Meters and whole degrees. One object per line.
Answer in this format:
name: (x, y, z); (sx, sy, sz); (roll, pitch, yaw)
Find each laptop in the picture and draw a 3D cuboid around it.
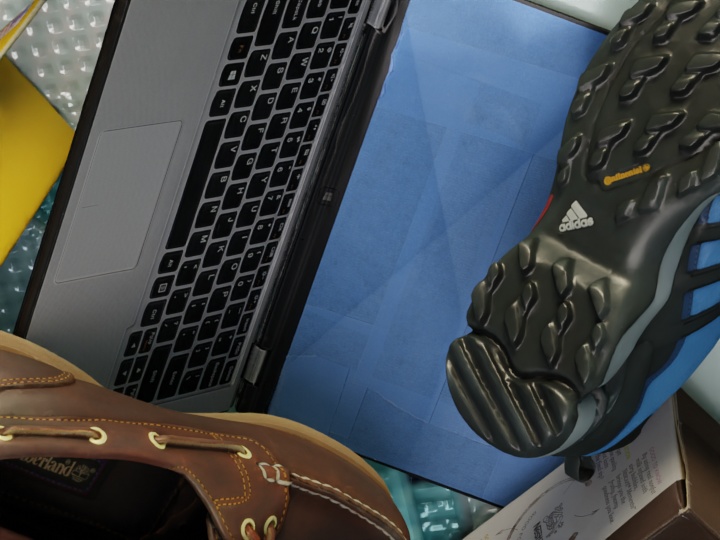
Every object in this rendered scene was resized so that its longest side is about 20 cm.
laptop: (0.000, 0.000, 0.971); (0.116, 0.199, 0.188); (36, 119, 31)

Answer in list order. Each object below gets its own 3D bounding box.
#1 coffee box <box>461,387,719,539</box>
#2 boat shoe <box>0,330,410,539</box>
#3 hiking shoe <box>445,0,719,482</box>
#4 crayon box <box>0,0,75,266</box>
coffee box: (0.076, 0.149, 1.029); (0.113, 0.080, 0.200); (41, 114, -20)
boat shoe: (-0.064, 0.081, 0.950); (0.199, 0.070, 0.071); (19, 109, -31)
hiking shoe: (0.104, -0.025, 0.957); (0.074, 0.087, 0.200); (39, 98, 28)
crayon box: (-0.173, -0.001, 0.990); (0.200, 0.126, 0.052); (-38, 103, 22)
